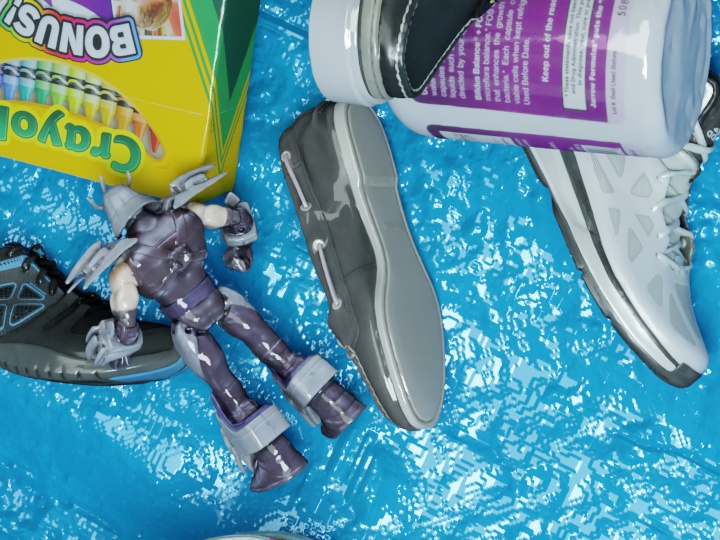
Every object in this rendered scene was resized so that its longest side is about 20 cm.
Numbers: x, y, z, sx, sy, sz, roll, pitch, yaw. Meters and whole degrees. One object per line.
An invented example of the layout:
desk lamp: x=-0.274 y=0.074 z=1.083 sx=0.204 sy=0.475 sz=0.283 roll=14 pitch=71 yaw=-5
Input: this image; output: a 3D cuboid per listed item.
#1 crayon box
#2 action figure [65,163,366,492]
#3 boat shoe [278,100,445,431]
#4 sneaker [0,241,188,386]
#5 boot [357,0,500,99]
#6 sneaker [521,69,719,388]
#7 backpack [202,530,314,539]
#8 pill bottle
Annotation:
crayon box: x=-0.162 y=-0.147 z=1.371 sx=0.199 sy=0.058 sz=0.174 roll=15 pitch=106 yaw=19
action figure: x=-0.089 y=0.028 z=1.315 sx=0.130 sy=0.069 sz=0.200 roll=-39 pitch=98 yaw=-16
boat shoe: x=0.000 y=0.000 z=1.330 sx=0.057 sy=0.067 sz=0.201 roll=-21 pitch=74 yaw=31
sneaker: x=-0.193 y=0.024 z=1.380 sx=0.199 sy=0.073 sz=0.082 roll=7 pitch=86 yaw=17
boot: x=0.097 y=-0.161 z=1.139 sx=0.153 sy=0.074 sz=0.204 roll=16 pitch=65 yaw=23
sneaker: x=0.166 y=-0.044 z=1.270 sx=0.115 sy=0.076 sz=0.201 roll=-29 pitch=75 yaw=15
backpack: x=-0.058 y=0.244 z=1.277 sx=0.177 sy=0.151 sz=0.201 roll=-26 pitch=85 yaw=11
pill bottle: x=0.078 y=-0.123 z=1.233 sx=0.199 sy=0.112 sz=0.113 roll=7 pitch=87 yaw=22
